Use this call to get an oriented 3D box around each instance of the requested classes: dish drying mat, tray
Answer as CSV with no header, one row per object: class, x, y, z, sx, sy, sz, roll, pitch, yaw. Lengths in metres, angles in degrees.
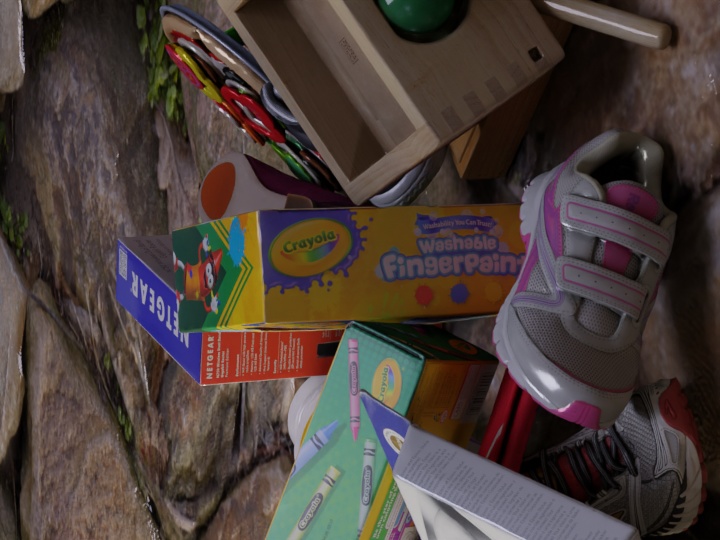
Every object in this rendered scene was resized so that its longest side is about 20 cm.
dish drying mat,0.095,0.060,1.389,0.077,0.018,0.201,124,165,-68
tray,0.091,-0.162,1.476,0.201,0.037,0.099,113,146,-44

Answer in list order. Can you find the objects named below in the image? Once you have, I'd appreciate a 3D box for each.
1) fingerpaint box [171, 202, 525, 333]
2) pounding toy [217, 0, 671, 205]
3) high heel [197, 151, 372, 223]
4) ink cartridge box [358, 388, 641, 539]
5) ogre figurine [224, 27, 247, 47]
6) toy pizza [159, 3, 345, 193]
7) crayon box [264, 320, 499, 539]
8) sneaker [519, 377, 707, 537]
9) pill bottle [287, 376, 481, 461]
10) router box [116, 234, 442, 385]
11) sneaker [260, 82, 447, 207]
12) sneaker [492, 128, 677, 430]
fingerpaint box,0.000,0.000,1.499,0.167,0.198,0.074,171,96,-66
pounding toy,0.044,-0.148,1.381,0.185,0.142,0.200,55,158,-1
high heel,-0.045,-0.034,1.709,0.200,0.096,0.068,28,97,58
ink cartridge box,0.085,0.174,1.309,0.199,0.041,0.200,25,151,37
ogre figurine,-0.061,-0.190,1.745,0.200,0.098,0.120,46,169,-14
toy pizza,-0.077,-0.118,1.719,0.032,0.200,0.200,-48,25,-6
crayon box,0.005,0.134,1.424,0.058,0.119,0.202,24,98,24
sneaker,0.134,0.128,1.344,0.200,0.081,0.078,121,140,-51
pill bottle,0.019,0.132,1.591,0.200,0.103,0.105,-143,54,-61
router box,-0.061,0.022,1.675,0.200,0.178,0.049,-144,54,-61
sneaker,-0.010,-0.121,1.580,0.076,0.114,0.200,-46,25,12
sneaker,0.128,-0.005,1.298,0.088,0.081,0.201,124,159,-45
